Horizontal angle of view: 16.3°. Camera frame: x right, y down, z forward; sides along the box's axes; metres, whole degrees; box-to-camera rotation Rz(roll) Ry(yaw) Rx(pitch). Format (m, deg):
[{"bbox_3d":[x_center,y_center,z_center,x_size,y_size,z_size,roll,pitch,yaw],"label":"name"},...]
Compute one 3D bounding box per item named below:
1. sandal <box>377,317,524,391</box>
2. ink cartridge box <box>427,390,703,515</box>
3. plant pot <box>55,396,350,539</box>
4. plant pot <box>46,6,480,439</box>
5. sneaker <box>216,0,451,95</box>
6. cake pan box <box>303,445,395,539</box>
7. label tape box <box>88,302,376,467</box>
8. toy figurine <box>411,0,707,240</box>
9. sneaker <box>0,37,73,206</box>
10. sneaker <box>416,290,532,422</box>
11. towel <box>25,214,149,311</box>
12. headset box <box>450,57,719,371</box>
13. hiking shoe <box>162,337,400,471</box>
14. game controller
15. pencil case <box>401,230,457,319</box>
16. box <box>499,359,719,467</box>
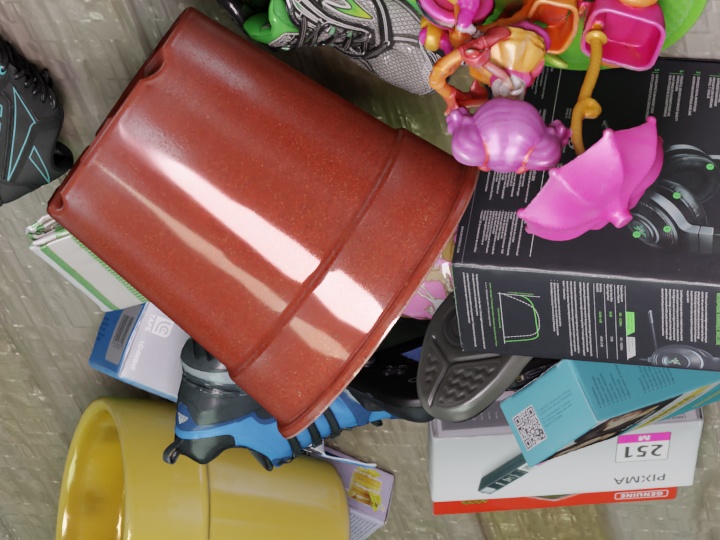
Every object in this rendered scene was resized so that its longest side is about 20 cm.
[{"bbox_3d":[0.094,0.061,1.809,0.198,0.045,0.075,2,144,15],"label":"sandal"},{"bbox_3d":[0.149,0.149,1.881,0.198,0.044,0.174,-4,143,-1],"label":"ink cartridge box"},{"bbox_3d":[-0.115,0.202,1.883,0.187,0.202,0.201,7,149,-20],"label":"plant pot"},{"bbox_3d":[-0.066,-0.039,1.477,0.195,0.201,0.201,35,142,-8],"label":"plant pot"},{"bbox_3d":[-0.031,-0.155,1.509,0.199,0.086,0.078,28,143,-22],"label":"sneaker"},{"bbox_3d":[-0.096,0.191,2.050,0.183,0.053,0.200,25,143,-14],"label":"cake pan box"},{"bbox_3d":[-0.088,0.079,1.827,0.199,0.067,0.143,20,176,-15],"label":"label tape box"},{"bbox_3d":[0.102,-0.106,1.430,0.198,0.185,0.151,10,142,-7],"label":"toy figurine"},{"bbox_3d":[-0.240,-0.123,1.652,0.079,0.076,0.201,-13,142,-5],"label":"sneaker"},{"bbox_3d":[0.106,0.030,1.631,0.076,0.200,0.114,12,149,28],"label":"sneaker"},{"bbox_3d":[-0.101,-0.033,1.635,0.199,0.024,0.153,-22,155,9],"label":"towel"},{"bbox_3d":[0.167,-0.038,1.534,0.198,0.175,0.093,3,144,11],"label":"headset box"},{"bbox_3d":[-0.046,0.093,1.727,0.199,0.087,0.074,7,-163,-34],"label":"hiking shoe"},{"bbox_3d":[0.089,0.055,1.692,0.104,0.199,0.042,6,112,61],"label":"game controller"},{"bbox_3d":[0.000,0.000,1.722,0.198,0.083,0.087,-3,128,21],"label":"pencil case"},{"bbox_3d":[0.195,0.073,1.689,0.199,0.049,0.082,-15,164,-39],"label":"box"}]
